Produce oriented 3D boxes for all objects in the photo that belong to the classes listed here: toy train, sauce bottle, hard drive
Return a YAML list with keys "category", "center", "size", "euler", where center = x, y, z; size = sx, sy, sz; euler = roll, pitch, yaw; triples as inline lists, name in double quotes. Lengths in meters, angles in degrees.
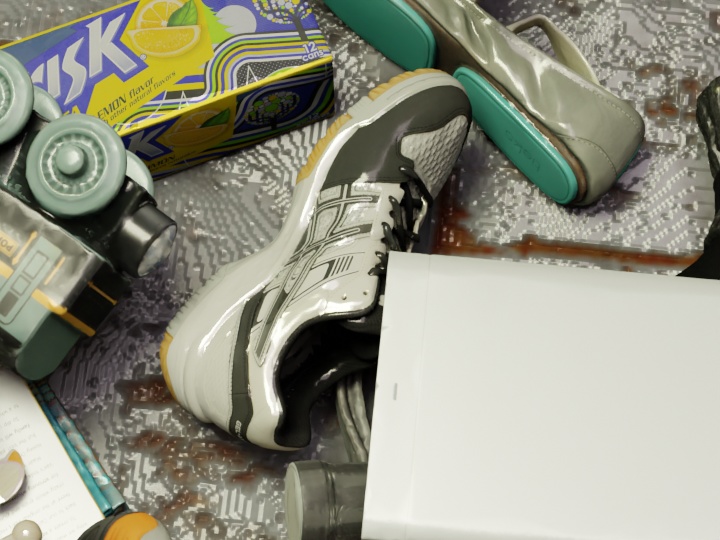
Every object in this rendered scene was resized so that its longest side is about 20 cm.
- category: "toy train"
  center: [-0.181, -0.042, 1.165]
  size: [0.200, 0.085, 0.114]
  euler: [35, 84, 12]
- category: "sauce bottle"
  center: [0.066, 0.101, 1.160]
  size: [0.199, 0.065, 0.065]
  euler: [0, 68, -11]
- category: "hard drive"
  center: [0.105, 0.064, 1.120]
  size: [0.199, 0.026, 0.133]
  euler: [5, 67, 2]

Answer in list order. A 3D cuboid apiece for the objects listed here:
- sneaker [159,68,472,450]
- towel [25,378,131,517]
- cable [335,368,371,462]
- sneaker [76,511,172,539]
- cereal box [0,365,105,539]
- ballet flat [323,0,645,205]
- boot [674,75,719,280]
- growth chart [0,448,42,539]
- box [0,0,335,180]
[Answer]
- category: "sneaker"
  center: [0.000, 0.000, 1.203]
  size: [0.087, 0.076, 0.200]
  euler: [32, 80, 38]
- category: "towel"
  center: [-0.219, 0.074, 1.215]
  size: [0.146, 0.022, 0.200]
  euler: [-32, 71, -12]
- category: "cable"
  center: [0.005, 0.119, 1.177]
  size: [0.097, 0.050, 0.201]
  euler: [18, 69, 9]
- category: "sneaker"
  center: [-0.077, 0.190, 1.103]
  size: [0.091, 0.201, 0.076]
  euler: [-10, 24, -24]
- category: "cereal box"
  center: [-0.192, 0.119, 1.163]
  size: [0.143, 0.040, 0.201]
  euler: [-29, 69, -9]
- category: "ballet flat"
  center: [0.055, -0.113, 1.265]
  size: [0.200, 0.067, 0.064]
  euler: [42, 70, 9]
- category: "boot"
  center: [0.168, -0.017, 1.212]
  size: [0.210, 0.079, 0.159]
  euler: [-4, 75, -12]
- category: "growth chart"
  center: [-0.241, 0.077, 1.152]
  size: [0.144, 0.018, 0.200]
  euler: [-36, 70, -8]
- category: "box"
  center: [-0.116, -0.083, 1.254]
  size: [0.199, 0.064, 0.070]
  euler: [-21, 69, -7]
